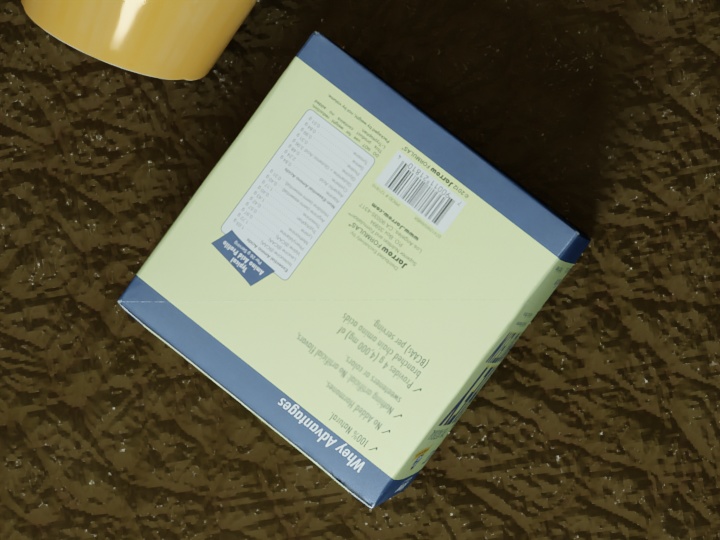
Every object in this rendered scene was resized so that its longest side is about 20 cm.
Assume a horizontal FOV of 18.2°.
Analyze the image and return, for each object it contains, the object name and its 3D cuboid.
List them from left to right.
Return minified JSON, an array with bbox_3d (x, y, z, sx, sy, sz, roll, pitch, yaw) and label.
[{"bbox_3d":[-0.117,-0.224,1.363,0.199,0.200,0.184,26,109,9],"label":"plant pot"},{"bbox_3d":[0.000,0.000,1.356,0.200,0.134,0.200,38,95,8],"label":"supplement box"}]
